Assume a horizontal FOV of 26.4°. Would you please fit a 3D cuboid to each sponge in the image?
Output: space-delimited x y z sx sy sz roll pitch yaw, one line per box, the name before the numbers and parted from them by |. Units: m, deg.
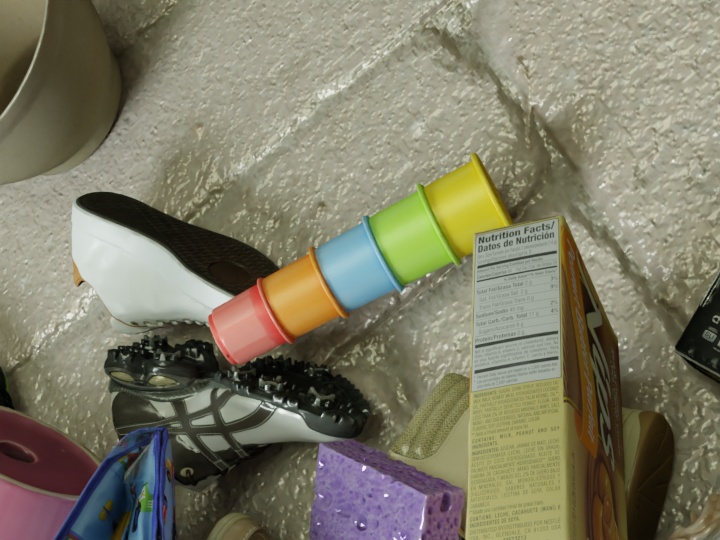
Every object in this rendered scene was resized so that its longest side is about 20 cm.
sponge | 0.006 0.208 0.879 0.111 0.030 0.201 15 101 53

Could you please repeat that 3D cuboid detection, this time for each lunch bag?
lunch bag | -0.149 0.204 0.930 0.094 0.151 0.201 6 46 6

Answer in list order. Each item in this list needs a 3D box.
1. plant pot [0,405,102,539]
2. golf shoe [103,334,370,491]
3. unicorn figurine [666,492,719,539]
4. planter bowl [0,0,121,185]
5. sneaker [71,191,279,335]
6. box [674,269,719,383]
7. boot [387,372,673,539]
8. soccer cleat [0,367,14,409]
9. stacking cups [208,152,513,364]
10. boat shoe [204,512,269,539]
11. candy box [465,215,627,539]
plant pot | -0.253 0.192 0.989 0.200 0.200 0.180 34 101 36
golf shoe | -0.081 0.102 1.010 0.199 0.078 0.095 9 100 33
unicorn figurine | 0.188 0.181 0.752 0.137 0.200 0.074 -30 98 0
planter bowl | -0.268 -0.148 1.168 0.199 0.135 0.201 -12 67 30
sneaker | -0.124 0.016 1.072 0.199 0.073 0.085 26 117 32
box | 0.288 0.024 0.802 0.200 0.049 0.160 31 89 36
boot | 0.078 0.160 0.871 0.155 0.073 0.201 11 73 34
soccer cleat | -0.280 0.113 1.129 0.200 0.081 0.068 41 142 21
stacking cups | 0.000 0.000 0.968 0.199 0.061 0.061 -29 60 10
boat shoe | -0.072 0.252 0.945 0.065 0.072 0.201 2 81 28
candy box | 0.097 0.086 0.783 0.055 0.116 0.201 -12 48 18
